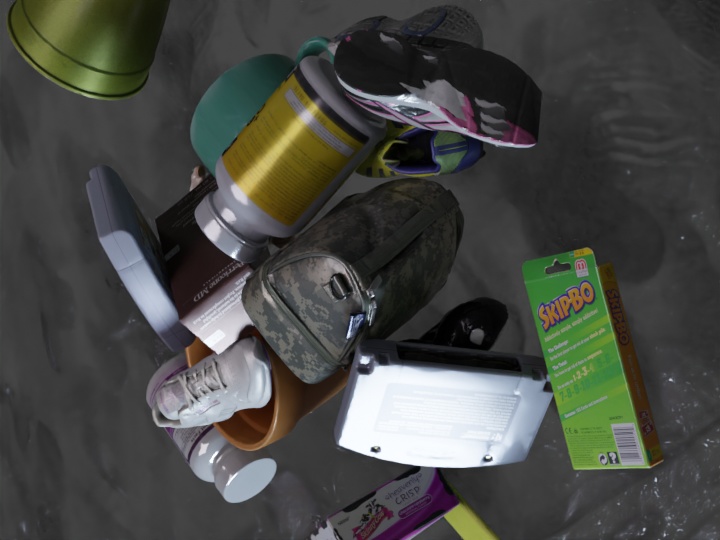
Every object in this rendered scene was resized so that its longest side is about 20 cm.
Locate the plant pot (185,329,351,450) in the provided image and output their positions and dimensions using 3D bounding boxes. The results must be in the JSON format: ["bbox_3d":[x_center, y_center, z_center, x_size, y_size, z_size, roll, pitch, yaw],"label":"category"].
[{"bbox_3d":[-0.100,0.097,1.412,0.199,0.139,0.202,24,121,48],"label":"plant pot"}]

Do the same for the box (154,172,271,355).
[{"bbox_3d":[-0.158,-0.012,1.311,0.100,0.075,0.201,-38,39,9],"label":"box"}]

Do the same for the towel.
[{"bbox_3d":[0.134,0.282,1.243,0.200,0.018,0.086,44,158,36],"label":"towel"}]

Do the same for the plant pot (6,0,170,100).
[{"bbox_3d":[-0.325,-0.359,1.529,0.193,0.199,0.201,-50,62,35],"label":"plant pot"}]

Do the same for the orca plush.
[{"bbox_3d":[0.059,0.081,1.213,0.199,0.071,0.106,-29,43,47],"label":"orca plush"}]

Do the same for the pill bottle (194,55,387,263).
[{"bbox_3d":[-0.074,-0.106,1.184,0.200,0.112,0.112,-46,62,17],"label":"pill bottle"}]

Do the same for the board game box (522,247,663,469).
[{"bbox_3d":[0.209,0.081,1.087,0.095,0.030,0.202,-14,94,54],"label":"board game box"}]

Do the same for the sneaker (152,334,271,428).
[{"bbox_3d":[-0.164,0.134,1.310,0.200,0.099,0.075,-40,68,50],"label":"sneaker"}]

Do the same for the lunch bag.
[{"bbox_3d":[0.000,0.000,1.186,0.140,0.200,0.168,51,138,0],"label":"lunch bag"}]

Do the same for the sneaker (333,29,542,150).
[{"bbox_3d":[0.072,-0.163,1.092,0.086,0.198,0.081,113,179,-79],"label":"sneaker"}]

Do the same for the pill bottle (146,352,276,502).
[{"bbox_3d":[-0.199,0.213,1.614,0.200,0.112,0.113,48,137,32],"label":"pill bottle"}]

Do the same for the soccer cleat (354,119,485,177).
[{"bbox_3d":[0.038,-0.124,1.193,0.199,0.083,0.065,2,105,53],"label":"soccer cleat"}]

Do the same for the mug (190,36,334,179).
[{"bbox_3d":[-0.090,-0.153,1.298,0.115,0.151,0.186,51,138,28],"label":"mug"}]

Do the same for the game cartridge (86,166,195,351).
[{"bbox_3d":[-0.242,-0.006,1.327,0.134,0.041,0.201,59,175,44],"label":"game cartridge"}]

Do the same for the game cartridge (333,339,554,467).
[{"bbox_3d":[0.079,0.133,1.152,0.042,0.198,0.134,-97,19,-48],"label":"game cartridge"}]

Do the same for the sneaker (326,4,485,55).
[{"bbox_3d":[0.054,-0.207,1.172,0.199,0.074,0.088,10,131,52],"label":"sneaker"}]

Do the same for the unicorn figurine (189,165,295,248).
[{"bbox_3d":[-0.158,-0.074,1.480,0.199,0.074,0.139,27,134,39],"label":"unicorn figurine"}]

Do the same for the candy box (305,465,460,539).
[{"bbox_3d":[0.013,0.280,1.289,0.061,0.136,0.200,58,156,14],"label":"candy box"}]
